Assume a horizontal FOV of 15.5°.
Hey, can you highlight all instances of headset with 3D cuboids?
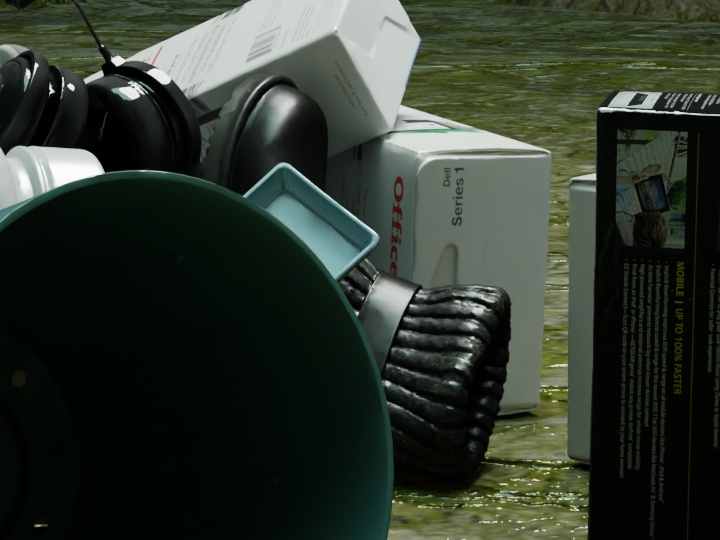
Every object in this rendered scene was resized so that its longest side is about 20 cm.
[{"bbox_3d":[-0.148,-0.071,1.335,0.123,0.201,0.094,2,-17,-36],"label":"headset"}]

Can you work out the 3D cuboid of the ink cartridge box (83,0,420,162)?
[{"bbox_3d":[-0.074,-0.092,1.463,0.199,0.067,0.116,-22,24,22],"label":"ink cartridge box"}]

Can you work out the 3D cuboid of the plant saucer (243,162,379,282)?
[{"bbox_3d":[-0.083,0.033,1.254,0.070,0.019,0.200,38,68,25],"label":"plant saucer"}]

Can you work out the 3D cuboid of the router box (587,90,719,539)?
[{"bbox_3d":[0.174,0.028,1.126,0.149,0.201,0.051,4,14,14],"label":"router box"}]

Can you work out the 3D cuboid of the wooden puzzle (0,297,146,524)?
[{"bbox_3d":[-0.119,0.055,1.117,0.184,0.037,0.200,0,-28,5],"label":"wooden puzzle"}]

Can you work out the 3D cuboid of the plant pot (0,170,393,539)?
[{"bbox_3d":[-0.115,0.073,0.944,0.200,0.201,0.161,-8,1,-37],"label":"plant pot"}]

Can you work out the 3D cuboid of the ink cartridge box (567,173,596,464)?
[{"bbox_3d":[0.194,0.015,1.336,0.084,0.146,0.200,9,14,40],"label":"ink cartridge box"}]

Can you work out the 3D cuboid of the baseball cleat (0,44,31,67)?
[{"bbox_3d":[-0.134,-0.034,1.396,0.106,0.201,0.070,-7,-26,-34],"label":"baseball cleat"}]

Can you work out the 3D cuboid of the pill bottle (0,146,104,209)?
[{"bbox_3d":[-0.215,-0.009,1.142,0.199,0.115,0.114,1,10,-24],"label":"pill bottle"}]

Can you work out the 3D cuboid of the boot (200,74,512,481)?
[{"bbox_3d":[0.001,0.001,1.319,0.157,0.212,0.079,0,-18,21],"label":"boot"}]

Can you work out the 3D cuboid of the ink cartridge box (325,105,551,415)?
[{"bbox_3d":[0.026,-0.009,1.461,0.084,0.147,0.200,-3,12,-23],"label":"ink cartridge box"}]
